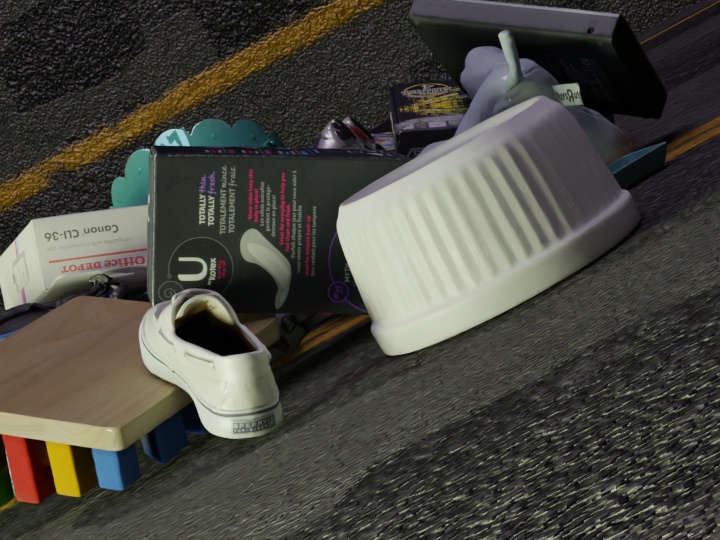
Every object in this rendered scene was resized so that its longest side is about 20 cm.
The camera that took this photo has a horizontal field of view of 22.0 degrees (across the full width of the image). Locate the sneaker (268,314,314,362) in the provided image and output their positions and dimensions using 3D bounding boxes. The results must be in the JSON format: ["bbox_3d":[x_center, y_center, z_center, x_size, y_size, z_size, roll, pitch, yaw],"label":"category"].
[{"bbox_3d":[-0.106,0.056,1.568,0.140,0.078,0.200,-30,14,-29],"label":"sneaker"}]

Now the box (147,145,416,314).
[{"bbox_3d":[-0.062,-0.032,1.421,0.199,0.123,0.106,1,7,-9],"label":"box"}]

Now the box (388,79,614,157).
[{"bbox_3d":[0.128,-0.140,1.733,0.199,0.049,0.161,-4,23,1],"label":"box"}]

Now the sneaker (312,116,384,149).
[{"bbox_3d":[-0.018,-0.080,1.577,0.083,0.081,0.200,-43,-10,11],"label":"sneaker"}]

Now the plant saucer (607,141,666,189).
[{"bbox_3d":[0.150,-0.043,1.439,0.200,0.019,0.070,-31,6,-19],"label":"plant saucer"}]

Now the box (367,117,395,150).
[{"bbox_3d":[0.101,-0.115,1.807,0.199,0.044,0.160,7,24,32],"label":"box"}]

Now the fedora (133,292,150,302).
[{"bbox_3d":[-0.200,0.077,1.719,0.177,0.090,0.200,-31,1,-23],"label":"fedora"}]

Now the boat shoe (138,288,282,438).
[{"bbox_3d":[-0.105,0.046,1.264,0.071,0.070,0.200,-9,21,-17],"label":"boat shoe"}]

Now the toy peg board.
[{"bbox_3d":[-0.187,0.107,1.373,0.199,0.098,0.200,5,24,32],"label":"toy peg board"}]

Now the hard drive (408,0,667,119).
[{"bbox_3d":[0.155,-0.187,1.630,0.199,0.140,0.033,11,71,31],"label":"hard drive"}]

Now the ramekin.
[{"bbox_3d":[0.079,-0.036,1.256,0.200,0.105,0.200,-28,5,2],"label":"ramekin"}]

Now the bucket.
[{"bbox_3d":[-0.148,-0.039,1.891,0.206,0.135,0.208,-15,-36,-12],"label":"bucket"}]

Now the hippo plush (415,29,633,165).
[{"bbox_3d":[0.121,-0.086,1.544,0.161,0.159,0.200,-53,6,2],"label":"hippo plush"}]

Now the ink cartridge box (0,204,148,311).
[{"bbox_3d":[-0.244,-0.008,1.646,0.116,0.068,0.200,-9,-8,-24],"label":"ink cartridge box"}]

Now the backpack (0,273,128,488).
[{"bbox_3d":[-0.294,0.111,1.533,0.200,0.147,0.183,-18,-5,-39],"label":"backpack"}]
